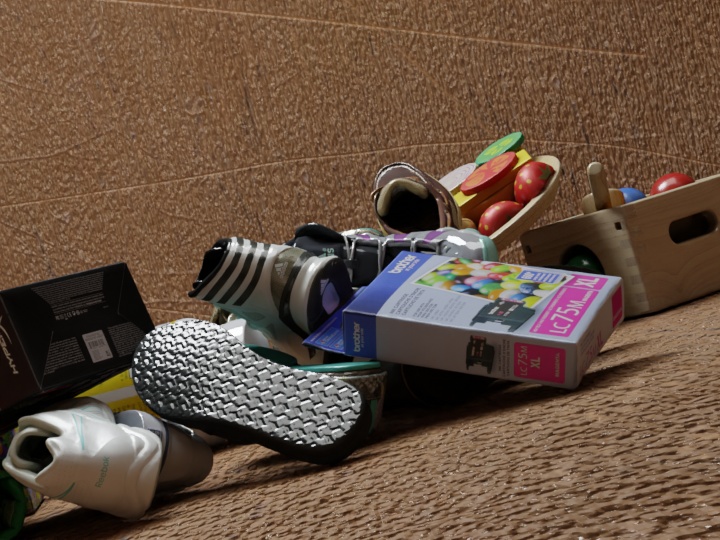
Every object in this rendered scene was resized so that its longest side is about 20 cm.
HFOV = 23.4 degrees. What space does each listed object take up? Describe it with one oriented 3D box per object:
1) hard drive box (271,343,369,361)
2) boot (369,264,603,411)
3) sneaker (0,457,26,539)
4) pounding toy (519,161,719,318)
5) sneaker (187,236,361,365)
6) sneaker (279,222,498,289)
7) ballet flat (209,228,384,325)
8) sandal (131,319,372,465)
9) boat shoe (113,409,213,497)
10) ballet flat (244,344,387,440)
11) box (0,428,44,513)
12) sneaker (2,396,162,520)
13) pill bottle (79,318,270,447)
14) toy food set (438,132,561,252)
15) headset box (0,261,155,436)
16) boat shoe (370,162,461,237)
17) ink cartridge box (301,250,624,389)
[{"bbox_3d":[0.011,0.070,1.561,0.155,0.077,0.200,-16,0,4],"label":"hard drive box"},{"bbox_3d":[0.086,0.055,1.338,0.199,0.078,0.138,-15,-5,-32],"label":"boot"},{"bbox_3d":[-0.267,0.167,1.197,0.083,0.074,0.200,13,-1,7],"label":"sneaker"},{"bbox_3d":[0.250,-0.034,1.616,0.199,0.143,0.184,-16,0,-33],"label":"pounding toy"},{"bbox_3d":[-0.062,0.023,1.311,0.115,0.076,0.201,21,-20,16],"label":"sneaker"},{"bbox_3d":[0.000,0.000,1.363,0.140,0.078,0.200,12,-17,-41],"label":"sneaker"},{"bbox_3d":[-0.059,0.025,1.552,0.200,0.068,0.075,-22,19,37],"label":"ballet flat"},{"bbox_3d":[-0.077,0.090,1.160,0.200,0.048,0.075,20,59,36],"label":"sandal"},{"bbox_3d":[-0.168,0.136,1.235,0.065,0.074,0.200,17,-9,-28],"label":"boat shoe"},{"bbox_3d":[-0.055,0.092,1.231,0.072,0.072,0.200,-16,12,-36],"label":"ballet flat"},{"bbox_3d":[-0.376,0.119,1.395,0.192,0.201,0.122,-15,0,-7],"label":"box"},{"bbox_3d":[-0.200,0.116,1.151,0.080,0.071,0.200,15,-7,-27],"label":"sneaker"},{"bbox_3d":[-0.175,0.106,1.480,0.199,0.113,0.112,-15,1,12],"label":"pill bottle"},{"bbox_3d":[0.097,-0.051,1.608,0.200,0.049,0.198,-35,14,5],"label":"toy food set"},{"bbox_3d":[-0.265,0.075,1.237,0.200,0.075,0.148,-27,-5,29],"label":"headset box"},{"bbox_3d":[0.046,-0.053,1.504,0.072,0.072,0.200,-26,32,4],"label":"boat shoe"},{"bbox_3d":[0.071,0.029,1.203,0.199,0.042,0.119,5,23,22],"label":"ink cartridge box"}]
